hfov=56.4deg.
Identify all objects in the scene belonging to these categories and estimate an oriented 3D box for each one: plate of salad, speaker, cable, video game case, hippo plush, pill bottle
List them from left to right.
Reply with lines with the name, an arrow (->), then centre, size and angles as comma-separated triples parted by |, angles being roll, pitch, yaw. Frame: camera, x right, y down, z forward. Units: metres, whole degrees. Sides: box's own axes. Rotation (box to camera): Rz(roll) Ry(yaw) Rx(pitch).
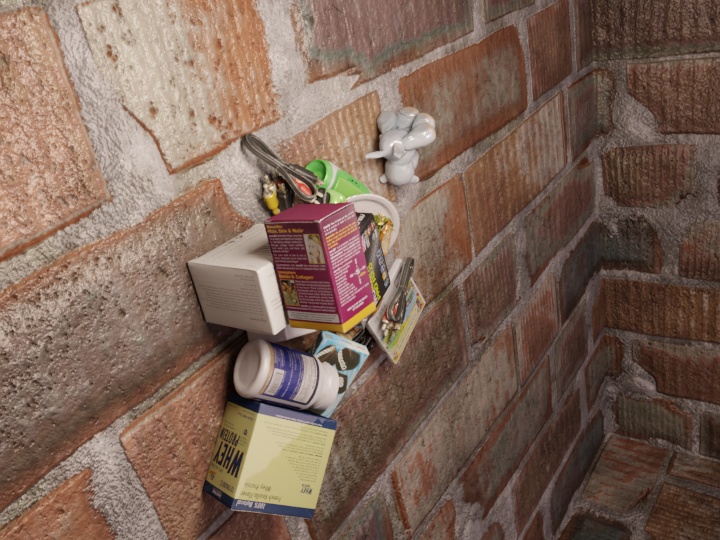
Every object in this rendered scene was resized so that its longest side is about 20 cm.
cable -> -0.164, -0.117, 1.421 | 0.097, 0.050, 0.202 | -63, 155, -50
cable -> -0.155, -0.194, 1.344 | 0.198, 0.050, 0.098 | 26, 42, -20
pill bottle -> -0.146, 0.216, 1.354 | 0.199, 0.115, 0.117 | 23, 77, -37
speaker -> -0.046, -0.180, 1.527 | 0.199, 0.088, 0.090 | 26, 75, -52
plate of salad -> 0.000, -0.082, 1.538 | 0.197, 0.048, 0.202 | -11, 130, -13
video game case -> 0.090, 0.105, 1.710 | 0.201, 0.023, 0.183 | -61, 138, -29
cable -> 0.086, 0.057, 1.627 | 0.097, 0.050, 0.203 | 41, 55, -62
hippo plush -> 0.116, -0.288, 1.663 | 0.162, 0.157, 0.202 | 73, 23, -46

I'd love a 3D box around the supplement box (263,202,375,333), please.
supplement box -> -0.068, -0.007, 1.161 | 0.103, 0.130, 0.202 | -33, 118, -47

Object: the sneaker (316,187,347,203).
sneaker -> -0.092, -0.093, 1.464 | 0.077, 0.083, 0.201 | -25, 146, -55

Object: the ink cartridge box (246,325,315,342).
ink cartridge box -> -0.134, 0.103, 1.426 | 0.199, 0.115, 0.068 | -11, 88, -53

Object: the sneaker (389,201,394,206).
sneaker -> 0.023, -0.079, 1.645 | 0.080, 0.083, 0.202 | 20, 95, -12

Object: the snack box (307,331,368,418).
snack box -> -0.080, 0.235, 1.481 | 0.115, 0.037, 0.201 | 22, 112, -22

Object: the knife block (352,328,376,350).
knife block -> 0.017, 0.111, 1.683 | 0.175, 0.063, 0.203 | 24, 77, -53

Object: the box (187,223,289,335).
box -> -0.182, 0.010, 1.282 | 0.198, 0.198, 0.132 | -36, 122, -45

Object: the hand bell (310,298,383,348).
hand bell -> -0.014, 0.135, 1.562 | 0.200, 0.104, 0.104 | -50, 136, -9

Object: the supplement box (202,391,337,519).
supplement box -> -0.182, 0.375, 1.366 | 0.199, 0.134, 0.202 | 22, 79, -36

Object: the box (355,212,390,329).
box -> 0.000, 0.000, 1.471 | 0.161, 0.044, 0.202 | -57, 142, -43
